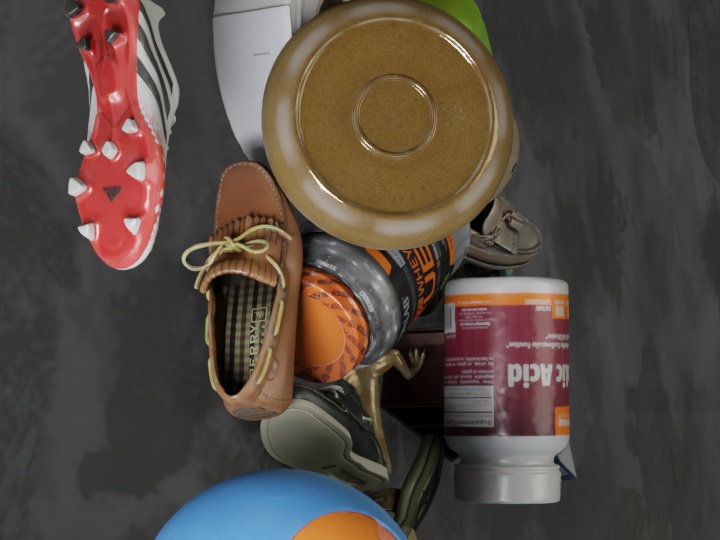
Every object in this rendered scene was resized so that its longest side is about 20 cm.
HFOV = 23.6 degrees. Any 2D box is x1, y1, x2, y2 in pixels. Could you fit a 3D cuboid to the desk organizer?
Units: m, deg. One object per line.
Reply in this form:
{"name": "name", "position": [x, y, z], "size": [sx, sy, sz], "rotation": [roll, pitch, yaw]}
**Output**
{"name": "desk organizer", "position": [0.088, 0.125, 1.685], "size": [0.200, 0.072, 0.077], "rotation": [43, 48, -58]}

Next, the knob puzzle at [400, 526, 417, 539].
{"name": "knob puzzle", "position": [0.004, 0.334, 1.449], "size": [0.220, 0.030, 0.220], "rotation": [17, 90, -71]}

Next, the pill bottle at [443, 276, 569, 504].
{"name": "pill bottle", "position": [0.132, 0.108, 1.557], "size": [0.114, 0.114, 0.200], "rotation": [9, 80, -67]}

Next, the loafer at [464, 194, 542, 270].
{"name": "loafer", "position": [0.102, -0.054, 1.648], "size": [0.200, 0.063, 0.072], "rotation": [18, 51, -30]}

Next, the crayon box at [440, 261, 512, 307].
{"name": "crayon box", "position": [0.103, -0.032, 1.783], "size": [0.200, 0.051, 0.126], "rotation": [47, 43, -54]}

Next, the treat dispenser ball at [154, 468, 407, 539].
{"name": "treat dispenser ball", "position": [-0.054, 0.233, 1.145], "size": [0.201, 0.201, 0.201], "rotation": [-6, 90, -68]}

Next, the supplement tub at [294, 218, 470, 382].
{"name": "supplement tub", "position": [0.000, 0.000, 1.413], "size": [0.200, 0.122, 0.123], "rotation": [-48, 129, -49]}

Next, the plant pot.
{"name": "plant pot", "position": [0.024, -0.117, 1.322], "size": [0.027, 0.200, 0.200], "rotation": [149, -62, -77]}

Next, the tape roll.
{"name": "tape roll", "position": [-0.047, -0.176, 1.431], "size": [0.202, 0.071, 0.203], "rotation": [-5, 90, -68]}

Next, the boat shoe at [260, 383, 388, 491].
{"name": "boat shoe", "position": [-0.032, 0.126, 1.402], "size": [0.200, 0.072, 0.068], "rotation": [48, 35, -61]}

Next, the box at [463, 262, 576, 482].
{"name": "box", "position": [0.158, 0.100, 1.711], "size": [0.137, 0.038, 0.200], "rotation": [44, 32, -56]}

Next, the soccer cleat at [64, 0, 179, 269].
{"name": "soccer cleat", "position": [-0.153, -0.099, 1.163], "size": [0.085, 0.069, 0.200], "rotation": [12, 69, -62]}

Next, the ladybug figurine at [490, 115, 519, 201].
{"name": "ladybug figurine", "position": [0.057, -0.127, 1.402], "size": [0.200, 0.072, 0.136], "rotation": [24, 49, -34]}

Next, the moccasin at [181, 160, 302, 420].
{"name": "moccasin", "position": [-0.088, 0.009, 1.285], "size": [0.078, 0.074, 0.202], "rotation": [47, 44, -61]}

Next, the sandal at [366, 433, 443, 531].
{"name": "sandal", "position": [0.021, 0.221, 1.514], "size": [0.201, 0.057, 0.080], "rotation": [-60, 165, -46]}

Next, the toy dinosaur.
{"name": "toy dinosaur", "position": [0.006, 0.080, 1.542], "size": [0.101, 0.058, 0.200], "rotation": [-10, 86, -53]}

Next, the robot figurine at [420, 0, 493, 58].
{"name": "robot figurine", "position": [0.064, -0.187, 1.583], "size": [0.200, 0.116, 0.176], "rotation": [70, -3, -53]}

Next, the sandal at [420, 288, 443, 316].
{"name": "sandal", "position": [0.047, -0.037, 1.550], "size": [0.055, 0.082, 0.200], "rotation": [-45, 145, -38]}
